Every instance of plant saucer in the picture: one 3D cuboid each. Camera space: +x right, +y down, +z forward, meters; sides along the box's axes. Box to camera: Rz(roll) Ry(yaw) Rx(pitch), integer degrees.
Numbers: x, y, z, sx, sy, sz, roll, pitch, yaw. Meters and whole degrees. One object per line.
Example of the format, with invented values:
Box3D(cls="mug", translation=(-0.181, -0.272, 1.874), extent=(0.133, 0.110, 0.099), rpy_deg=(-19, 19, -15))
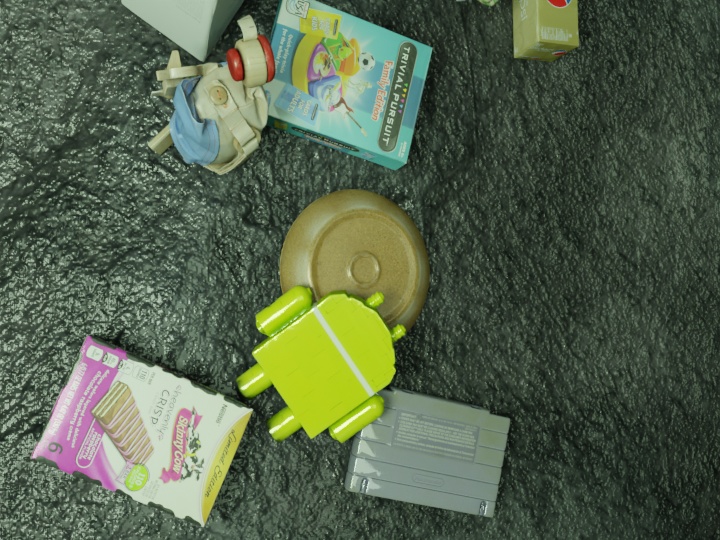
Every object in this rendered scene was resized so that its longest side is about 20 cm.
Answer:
Box3D(cls="plant saucer", translation=(0.000, 0.000, 0.930), extent=(0.195, 0.035, 0.206), rpy_deg=(1, 86, -17))

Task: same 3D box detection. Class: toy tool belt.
Box3D(cls="toy tool belt", translation=(-0.164, -0.174, 0.806), extent=(0.120, 0.200, 0.128), rpy_deg=(-18, 83, -19))

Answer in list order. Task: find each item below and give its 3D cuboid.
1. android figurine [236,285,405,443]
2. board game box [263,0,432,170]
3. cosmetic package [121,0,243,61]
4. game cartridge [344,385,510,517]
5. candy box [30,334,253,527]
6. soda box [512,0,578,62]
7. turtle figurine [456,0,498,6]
Box3D(cls="android figurine", translation=(-0.041, 0.105, 0.881), extent=(0.198, 0.041, 0.184), rpy_deg=(-37, 96, 2))
Box3D(cls="board game box", translation=(-0.022, -0.230, 0.932), extent=(0.195, 0.047, 0.155), rpy_deg=(16, 82, -16))
Box3D(cls="cosmetic package", translation=(-0.159, -0.369, 0.818), extent=(0.122, 0.200, 0.202), rpy_deg=(32, 78, -10))
Box3D(cls="game cartridge", translation=(0.085, 0.222, 0.944), extent=(0.195, 0.038, 0.133), rpy_deg=(15, 78, -16))
Box3D(cls="candy box", translation=(-0.234, 0.174, 0.832), extent=(0.197, 0.061, 0.139), rpy_deg=(26, 79, -15))
Box3D(cls="soda box", translation=(0.244, -0.388, 1.014), extent=(0.062, 0.068, 0.206), rpy_deg=(1, 86, -17))
Box3D(cls="turtle figurine", translation=(0.158, -0.405, 0.906), extent=(0.191, 0.200, 0.146), rpy_deg=(-27, 86, -1))
